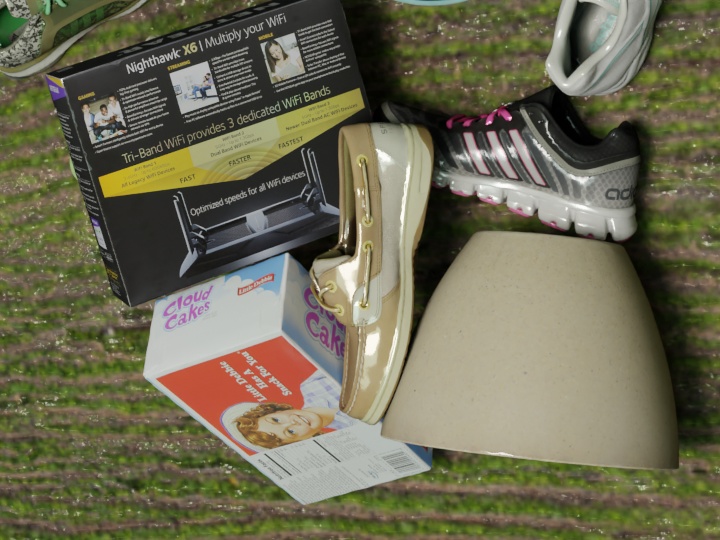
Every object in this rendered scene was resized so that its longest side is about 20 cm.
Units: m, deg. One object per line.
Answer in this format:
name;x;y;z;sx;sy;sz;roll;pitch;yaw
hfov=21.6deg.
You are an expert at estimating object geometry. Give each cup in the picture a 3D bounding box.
cup;0.120;0.050;1.256;0.199;0.200;0.144;6;87;22

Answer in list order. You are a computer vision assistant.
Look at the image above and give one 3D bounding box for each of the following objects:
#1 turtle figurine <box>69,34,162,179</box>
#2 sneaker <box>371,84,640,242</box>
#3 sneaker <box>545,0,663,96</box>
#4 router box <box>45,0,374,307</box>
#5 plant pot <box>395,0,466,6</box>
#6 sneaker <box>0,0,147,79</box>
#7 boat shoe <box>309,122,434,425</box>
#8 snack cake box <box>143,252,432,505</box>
turtle figurine;-0.107;-0.099;1.367;0.192;0.200;0.145;-10;70;3
sneaker;0.103;-0.090;1.280;0.199;0.074;0.088;21;107;16
sneaker;0.176;-0.200;1.213;0.070;0.080;0.201;25;111;18
router box;-0.090;-0.084;1.254;0.199;0.052;0.158;-20;106;-17
plant pot;0.073;-0.274;1.188;0.199;0.161;0.202;6;104;25
sneaker;-0.221;-0.202;1.380;0.200;0.089;0.077;-37;87;27
boat shoe;0.000;0.000;1.245;0.066;0.074;0.202;7;92;-14
snack cake box;-0.046;0.082;1.327;0.114;0.068;0.200;-18;139;27
